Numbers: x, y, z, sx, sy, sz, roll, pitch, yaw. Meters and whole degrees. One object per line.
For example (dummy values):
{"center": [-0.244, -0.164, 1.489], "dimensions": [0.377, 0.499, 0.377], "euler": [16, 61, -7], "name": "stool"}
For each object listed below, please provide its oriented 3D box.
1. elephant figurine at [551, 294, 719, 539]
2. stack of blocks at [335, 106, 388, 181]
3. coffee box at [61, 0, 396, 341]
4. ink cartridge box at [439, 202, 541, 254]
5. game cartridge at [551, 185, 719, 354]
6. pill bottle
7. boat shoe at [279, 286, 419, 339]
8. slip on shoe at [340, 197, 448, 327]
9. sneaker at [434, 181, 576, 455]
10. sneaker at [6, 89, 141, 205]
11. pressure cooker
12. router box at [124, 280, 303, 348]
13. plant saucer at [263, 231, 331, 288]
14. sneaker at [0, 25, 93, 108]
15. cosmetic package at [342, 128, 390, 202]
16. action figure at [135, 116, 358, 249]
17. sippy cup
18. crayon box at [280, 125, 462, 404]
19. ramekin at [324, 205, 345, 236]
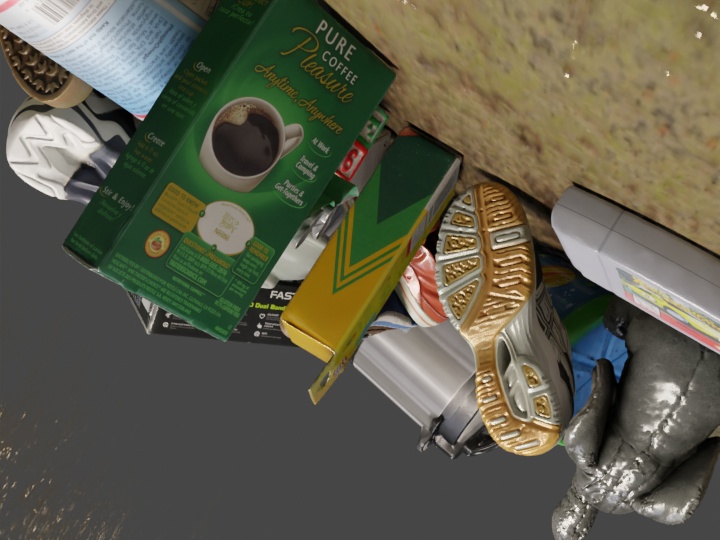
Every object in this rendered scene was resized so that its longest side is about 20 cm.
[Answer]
{"center": [0.208, 0.122, 1.168], "dimensions": [0.141, 0.200, 0.155], "euler": [29, 176, 43], "name": "elephant figurine"}
{"center": [-0.090, -0.147, 1.156], "dimensions": [0.200, 0.059, 0.115], "euler": [30, 176, 31], "name": "stack of blocks"}
{"center": [-0.073, -0.068, 0.952], "dimensions": [0.044, 0.200, 0.123], "euler": [31, 179, 42], "name": "coffee box"}
{"center": [0.119, -0.008, 1.476], "dimensions": [0.198, 0.047, 0.200], "euler": [25, 175, 47], "name": "ink cartridge box"}
{"center": [0.213, 0.017, 1.014], "dimensions": [0.200, 0.041, 0.133], "euler": [31, 173, 18], "name": "game cartridge"}
{"center": [-0.133, -0.156, 0.973], "dimensions": [0.200, 0.109, 0.109], "euler": [35, 176, -34], "name": "pill bottle"}
{"center": [-0.008, 0.025, 1.360], "dimensions": [0.200, 0.072, 0.072], "euler": [2, -113, -66], "name": "boat shoe"}
{"center": [0.034, -0.042, 1.342], "dimensions": [0.200, 0.061, 0.074], "euler": [58, -155, -22], "name": "slip on shoe"}
{"center": [0.110, 0.033, 1.183], "dimensions": [0.076, 0.200, 0.088], "euler": [-9, -178, 24], "name": "sneaker"}
{"center": [-0.158, -0.073, 1.152], "dimensions": [0.199, 0.079, 0.130], "euler": [30, -153, -20], "name": "sneaker"}
{"center": [0.105, 0.091, 1.694], "dimensions": [0.200, 0.176, 0.179], "euler": [41, -141, 13], "name": "pressure cooker"}
{"center": [-0.113, 0.005, 1.454], "dimensions": [0.200, 0.062, 0.150], "euler": [7, -158, -27], "name": "router box"}
{"center": [-0.112, -0.026, 1.318], "dimensions": [0.200, 0.050, 0.200], "euler": [18, 172, 3], "name": "plant saucer"}
{"center": [-0.200, -0.188, 1.081], "dimensions": [0.090, 0.067, 0.200], "euler": [17, -139, -56], "name": "sneaker"}
{"center": [-0.101, -0.103, 1.240], "dimensions": [0.200, 0.052, 0.151], "euler": [30, -142, 30], "name": "cosmetic package"}
{"center": [-0.105, -0.091, 1.094], "dimensions": [0.200, 0.055, 0.118], "euler": [37, -164, 10], "name": "action figure"}
{"center": [0.163, 0.053, 1.316], "dimensions": [0.130, 0.140, 0.178], "euler": [43, 160, 46], "name": "sippy cup"}
{"center": [0.000, 0.000, 1.194], "dimensions": [0.051, 0.200, 0.127], "euler": [31, 171, 6], "name": "crayon box"}
{"center": [-0.088, -0.102, 1.424], "dimensions": [0.200, 0.105, 0.200], "euler": [32, 176, 2], "name": "ramekin"}
